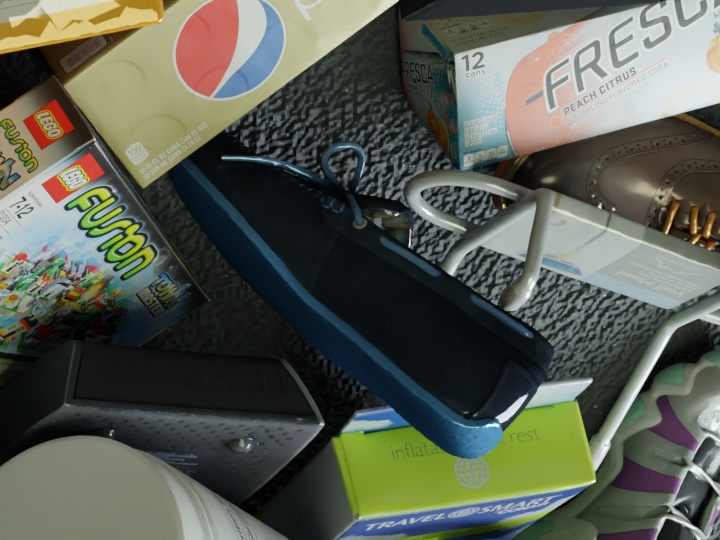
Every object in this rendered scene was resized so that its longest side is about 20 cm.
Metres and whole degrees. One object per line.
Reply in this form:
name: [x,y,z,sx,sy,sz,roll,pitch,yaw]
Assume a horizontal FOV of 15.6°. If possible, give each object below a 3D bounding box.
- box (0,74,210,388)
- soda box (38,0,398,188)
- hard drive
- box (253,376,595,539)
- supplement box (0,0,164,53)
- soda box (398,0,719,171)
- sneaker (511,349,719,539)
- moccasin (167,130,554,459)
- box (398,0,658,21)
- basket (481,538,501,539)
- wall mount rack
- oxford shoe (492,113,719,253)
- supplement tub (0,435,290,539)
box: [-0.138,-0.002,1.099,0.110,0.035,0.200,-34,159,-2]
soda box: [-0.038,-0.128,1.105,0.200,0.064,0.068,-36,129,0]
hard drive: [-0.116,0.086,1.164,0.135,0.042,0.200,6,152,-29]
box: [0.025,0.107,1.231,0.122,0.048,0.200,-8,162,-21]
supplement box: [-0.153,-0.177,0.954,0.126,0.074,0.200,-12,102,-7]
soda box: [0.120,-0.109,1.188,0.200,0.068,0.064,-16,127,-14]
sneaker: [0.159,0.146,1.329,0.078,0.140,0.200,29,106,-38]
moccasin: [0.000,0.000,1.141,0.068,0.200,0.081,-43,162,-14]
box: [0.088,-0.210,0.975,0.124,0.200,0.197,-6,85,-21]
basket: [0.095,0.202,1.206,0.176,0.200,0.139,25,67,-34]
wall mount rack: [0.095,0.026,1.209,0.200,0.174,0.075,19,68,-16]
oxford shoe: [0.158,-0.032,1.247,0.200,0.073,0.071,2,120,-27]
supplement tub: [-0.075,0.162,1.109,0.132,0.132,0.200,-44,143,6]
